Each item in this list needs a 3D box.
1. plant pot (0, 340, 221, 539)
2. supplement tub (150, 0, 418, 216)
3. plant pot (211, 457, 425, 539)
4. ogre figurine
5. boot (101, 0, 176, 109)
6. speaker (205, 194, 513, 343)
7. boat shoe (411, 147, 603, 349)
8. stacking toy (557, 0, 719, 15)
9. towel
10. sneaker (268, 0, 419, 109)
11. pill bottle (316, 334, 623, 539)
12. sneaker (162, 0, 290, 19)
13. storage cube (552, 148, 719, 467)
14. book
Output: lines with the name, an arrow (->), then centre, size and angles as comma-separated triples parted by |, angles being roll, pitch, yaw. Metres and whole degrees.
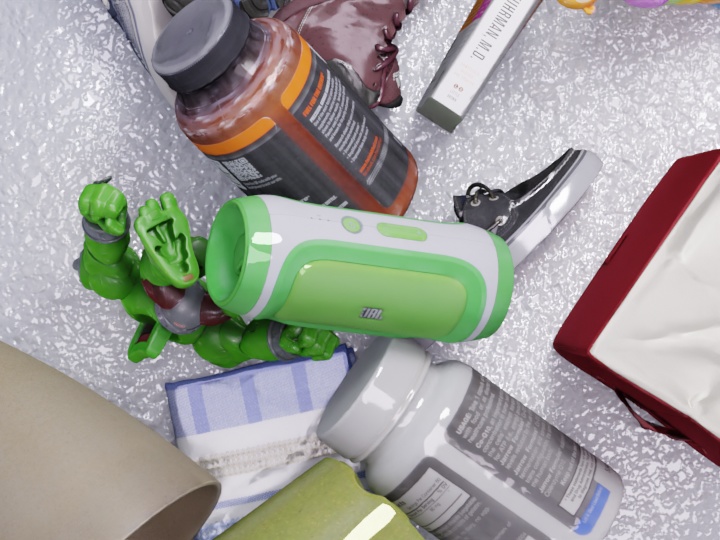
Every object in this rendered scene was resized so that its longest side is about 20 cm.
plant pot -> -0.231, 0.142, 1.643 | 0.187, 0.187, 0.200 | -44, 78, -2
supplement tub -> -0.055, -0.102, 1.636 | 0.107, 0.107, 0.200 | -46, 124, -2
plant pot -> -0.043, 0.235, 1.622 | 0.184, 0.200, 0.200 | -43, 92, -13
ogre figurine -> -0.124, 0.012, 1.655 | 0.200, 0.120, 0.098 | 14, 67, -26
boot -> -0.160, -0.205, 1.695 | 0.073, 0.090, 0.200 | -34, 119, -31
speaker -> 0.000, 0.000, 1.601 | 0.200, 0.088, 0.089 | 7, 89, -25
boat shoe -> 0.086, -0.026, 1.706 | 0.200, 0.070, 0.066 | -44, 93, 5
stacking toy -> 0.208, -0.223, 1.647 | 0.200, 0.110, 0.116 | -23, 95, -35
towel -> -0.052, 0.163, 1.716 | 0.147, 0.024, 0.200 | -13, 90, -3
sneaker -> 0.027, -0.182, 1.704 | 0.200, 0.076, 0.116 | -25, 96, 8
pill bottle -> 0.076, 0.135, 1.670 | 0.200, 0.114, 0.114 | 36, 88, -8
sneaker -> -0.064, -0.239, 1.677 | 0.200, 0.078, 0.075 | -40, 117, -21
storage cube -> 0.259, 0.030, 1.655 | 0.171, 0.180, 0.200 | 35, 89, -2
book -> 0.108, -0.195, 1.671 | 0.048, 0.134, 0.200 | 33, 89, -2
